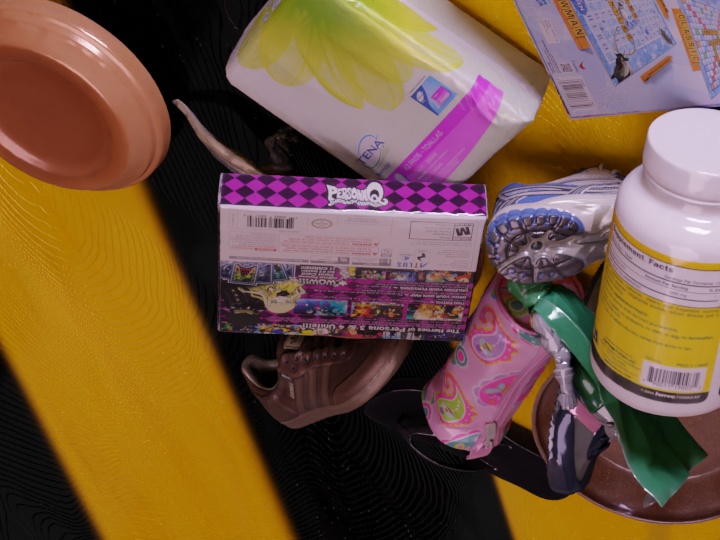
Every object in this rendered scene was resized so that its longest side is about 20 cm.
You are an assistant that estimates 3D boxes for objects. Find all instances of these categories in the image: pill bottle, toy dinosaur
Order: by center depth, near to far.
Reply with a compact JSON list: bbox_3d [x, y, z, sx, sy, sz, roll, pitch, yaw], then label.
[{"bbox_3d":[0.227,-0.007,1.548,0.112,0.113,0.201,16,127,14],"label":"pill bottle"},{"bbox_3d":[-0.064,-0.072,1.780,0.200,0.048,0.088,46,145,-19],"label":"toy dinosaur"}]

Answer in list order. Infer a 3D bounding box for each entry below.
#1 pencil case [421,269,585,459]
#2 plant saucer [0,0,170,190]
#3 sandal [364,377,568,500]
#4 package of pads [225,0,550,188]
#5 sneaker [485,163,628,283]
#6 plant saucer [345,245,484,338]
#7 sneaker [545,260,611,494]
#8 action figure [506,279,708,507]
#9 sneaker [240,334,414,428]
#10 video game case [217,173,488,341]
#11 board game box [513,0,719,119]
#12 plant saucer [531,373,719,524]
[{"bbox_3d":[0.115,0.072,1.807,0.087,0.088,0.200,27,140,-1],"label":"pencil case"},{"bbox_3d":[-0.251,-0.135,1.803,0.199,0.038,0.201,18,143,14],"label":"plant saucer"},{"bbox_3d":[0.096,0.151,1.947,0.199,0.043,0.076,23,143,4],"label":"sandal"},{"bbox_3d":[0.015,-0.143,1.629,0.200,0.068,0.154,35,141,-10],"label":"package of pads"},{"bbox_3d":[0.191,-0.046,1.642,0.199,0.085,0.077,0,125,-1],"label":"sneaker"},{"bbox_3d":[0.000,0.000,1.774,0.199,0.038,0.200,1,147,0],"label":"plant saucer"},{"bbox_3d":[0.200,0.093,1.727,0.082,0.070,0.201,20,113,20],"label":"sneaker"},{"bbox_3d":[0.175,0.079,1.655,0.055,0.118,0.200,-35,89,23],"label":"action figure"},{"bbox_3d":[-0.034,0.081,1.919,0.075,0.071,0.200,40,140,-16],"label":"sneaker"},{"bbox_3d":[-0.010,-0.007,1.695,0.199,0.036,0.182,2,147,-2],"label":"video game case"},{"bbox_3d":[0.198,-0.193,1.483,0.199,0.041,0.200,-2,135,32],"label":"board game box"},{"bbox_3d":[0.241,0.127,1.824,0.200,0.037,0.201,10,134,11],"label":"plant saucer"}]
